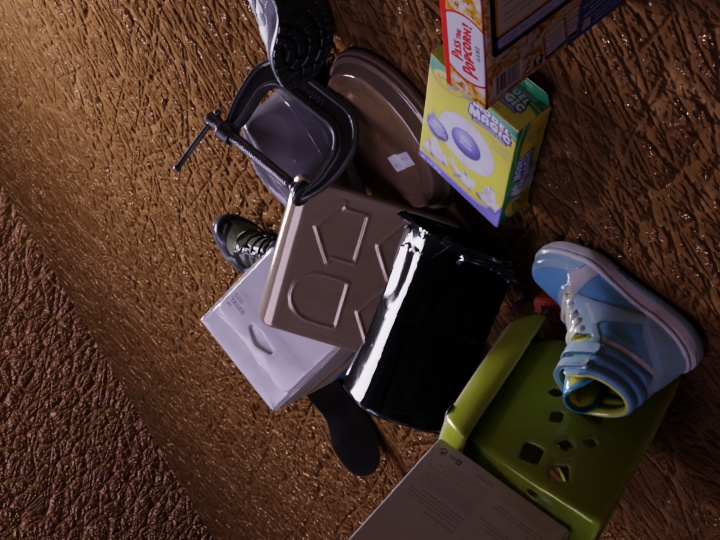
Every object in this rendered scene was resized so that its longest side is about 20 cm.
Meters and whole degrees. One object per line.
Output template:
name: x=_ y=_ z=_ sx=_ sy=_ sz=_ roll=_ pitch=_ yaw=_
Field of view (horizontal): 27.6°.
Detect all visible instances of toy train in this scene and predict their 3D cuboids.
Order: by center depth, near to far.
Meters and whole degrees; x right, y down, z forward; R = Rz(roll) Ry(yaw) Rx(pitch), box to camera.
toy train: x=0.213 y=0.096 z=1.530 sx=0.201 sy=0.056 sz=0.150 roll=60 pitch=159 yaw=-20

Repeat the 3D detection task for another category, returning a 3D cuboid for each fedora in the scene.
fedora: x=-0.075 y=-0.134 z=1.678 sx=0.201 sy=0.090 sz=0.177 roll=63 pitch=170 yaw=-25

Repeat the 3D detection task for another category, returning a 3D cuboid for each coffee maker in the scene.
coffee maker: x=0.067 y=0.059 z=1.502 sx=0.134 sy=0.201 sz=0.192 roll=20 pitch=-171 yaw=1

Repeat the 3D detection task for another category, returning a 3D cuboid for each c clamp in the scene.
c clamp: x=-0.094 y=-0.140 z=1.604 sx=0.199 sy=0.172 sz=0.027 roll=33 pitch=-173 yaw=30

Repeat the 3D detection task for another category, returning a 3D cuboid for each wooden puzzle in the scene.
wooden puzzle: x=0.000 y=0.000 z=1.642 sx=0.199 sy=0.046 sz=0.186 roll=18 pitch=113 yaw=3

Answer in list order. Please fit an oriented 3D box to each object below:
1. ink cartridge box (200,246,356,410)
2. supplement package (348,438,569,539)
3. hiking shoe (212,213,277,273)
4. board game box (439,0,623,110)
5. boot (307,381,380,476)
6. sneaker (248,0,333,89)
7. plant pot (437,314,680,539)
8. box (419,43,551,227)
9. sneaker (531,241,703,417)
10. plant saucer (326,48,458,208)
ink cartridge box: x=-0.064 y=0.054 z=1.804 sx=0.147 sy=0.145 sz=0.200 roll=49 pitch=-156 yaw=9
supplement package: x=0.066 y=0.299 z=1.355 sx=0.151 sy=0.200 sz=0.151 roll=34 pitch=146 yaw=20
hiking shoe: x=-0.125 y=-0.027 z=2.072 sx=0.200 sy=0.076 sz=0.101 roll=38 pitch=149 yaw=12
board game box: x=0.122 y=-0.231 z=1.027 sx=0.046 sy=0.151 sz=0.201 roll=39 pitch=156 yaw=30
boot: x=-0.030 y=0.231 z=2.315 sx=0.201 sy=0.073 sz=0.075 roll=61 pitch=178 yaw=-12
sneaker: x=-0.084 y=-0.288 z=1.530 sx=0.088 sy=0.075 sz=0.201 roll=47 pitch=155 yaw=40
plant pot: x=0.179 y=0.178 z=1.451 sx=0.181 sy=0.199 sz=0.201 roll=29 pitch=146 yaw=13
box: x=0.114 y=-0.136 z=1.366 sx=0.117 sy=0.048 sz=0.200 roll=44 pitch=157 yaw=20
sneaker: x=0.206 y=0.058 z=1.370 sx=0.200 sy=0.130 sz=0.080 roll=36 pitch=157 yaw=39
plant saucer: x=0.029 y=-0.145 z=1.568 sx=0.200 sy=0.029 sz=0.201 roll=43 pitch=158 yaw=22
